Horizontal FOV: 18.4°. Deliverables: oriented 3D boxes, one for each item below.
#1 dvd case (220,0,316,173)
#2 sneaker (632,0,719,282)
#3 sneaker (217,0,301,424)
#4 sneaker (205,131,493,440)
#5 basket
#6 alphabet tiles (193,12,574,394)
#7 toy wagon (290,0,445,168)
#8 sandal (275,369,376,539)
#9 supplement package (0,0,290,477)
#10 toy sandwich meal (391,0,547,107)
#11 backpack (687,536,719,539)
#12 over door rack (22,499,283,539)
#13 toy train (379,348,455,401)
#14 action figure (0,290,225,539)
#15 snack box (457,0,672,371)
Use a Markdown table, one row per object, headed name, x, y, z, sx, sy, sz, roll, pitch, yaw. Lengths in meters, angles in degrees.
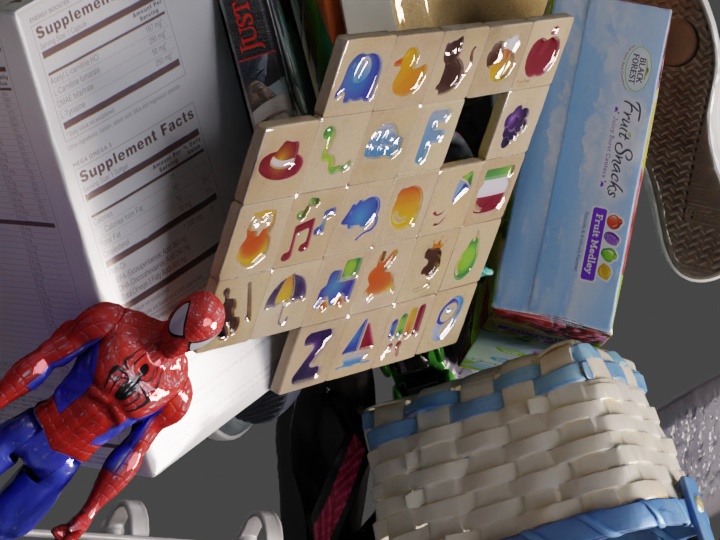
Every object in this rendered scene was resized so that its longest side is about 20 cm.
| name | x | y | z | sx | sy | sz | roll | pitch | yaw |
| --- | --- | --- | --- | --- | --- | --- | --- | --- | --- |
| dvd case | -0.046 | -0.123 | 0.967 | 0.146 | 0.022 | 0.201 | 52 | 22 | -81 |
| sneaker | 0.192 | -0.096 | 1.380 | 0.085 | 0.072 | 0.201 | -54 | 135 | -79 |
| sneaker | -0.055 | -0.033 | 1.019 | 0.082 | 0.070 | 0.201 | -26 | 104 | -53 |
| sneaker | 0.000 | 0.000 | 1.072 | 0.084 | 0.120 | 0.201 | 51 | 55 | -41 |
| basket | 0.094 | 0.144 | 1.077 | 0.139 | 0.176 | 0.201 | 25 | 51 | -63 |
| alphabet tiles | 0.008 | -0.025 | 0.932 | 0.200 | 0.008 | 0.168 | -13 | 129 | -51 |
| toy wagon | -0.008 | -0.123 | 1.012 | 0.155 | 0.039 | 0.201 | 89 | -15 | -54 |
| sandal | -0.008 | 0.128 | 1.136 | 0.075 | 0.045 | 0.201 | 2 | 92 | -53 |
| supplement package | -0.115 | -0.033 | 0.922 | 0.109 | 0.113 | 0.201 | -36 | 121 | -44 |
| toy sandwich meal | 0.039 | -0.185 | 1.157 | 0.205 | 0.070 | 0.206 | -27 | 121 | -56 |
| backpack | 0.120 | 0.221 | 1.233 | 0.199 | 0.163 | 0.155 | -8 | 115 | -46 |
| over door rack | -0.103 | 0.199 | 0.949 | 0.147 | 0.067 | 0.201 | 8 | 67 | -29 |
| toy train | 0.039 | 0.073 | 1.187 | 0.056 | 0.042 | 0.201 | -97 | 169 | -58 |
| action figure | -0.128 | 0.074 | 0.861 | 0.065 | 0.200 | 0.052 | 46 | 11 | -14 |
| snack box | 0.104 | -0.037 | 1.169 | 0.200 | 0.067 | 0.170 | 108 | -6 | -80 |
